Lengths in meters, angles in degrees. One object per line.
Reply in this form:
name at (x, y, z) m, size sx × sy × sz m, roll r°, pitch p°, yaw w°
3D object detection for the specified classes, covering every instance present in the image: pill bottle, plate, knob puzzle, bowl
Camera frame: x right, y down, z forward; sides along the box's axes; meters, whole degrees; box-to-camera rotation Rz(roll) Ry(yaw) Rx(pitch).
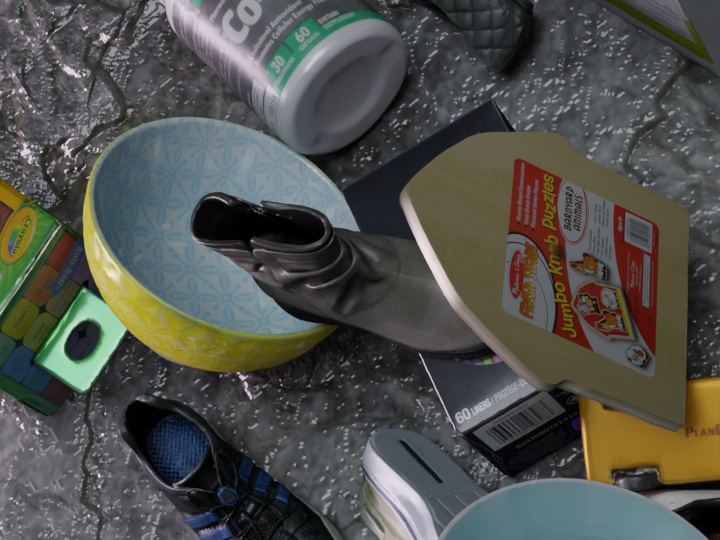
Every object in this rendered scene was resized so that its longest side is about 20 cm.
pill bottle at (-0.068, -0.183, 1.618) m, size 0.113 × 0.113 × 0.200 m, roll -46°, pitch 61°, yaw 1°
plate at (0.131, 0.205, 1.301) m, size 0.199 × 0.026 × 0.201 m, roll 6°, pitch 45°, yaw -6°
knob puzzle at (0.108, -0.004, 1.371) m, size 0.030 × 0.218 × 0.221 m, roll -48°, pitch 52°, yaw 44°
bowl at (-0.105, 0.003, 1.555) m, size 0.201 × 0.199 × 0.108 m, roll 57°, pitch 139°, yaw 28°

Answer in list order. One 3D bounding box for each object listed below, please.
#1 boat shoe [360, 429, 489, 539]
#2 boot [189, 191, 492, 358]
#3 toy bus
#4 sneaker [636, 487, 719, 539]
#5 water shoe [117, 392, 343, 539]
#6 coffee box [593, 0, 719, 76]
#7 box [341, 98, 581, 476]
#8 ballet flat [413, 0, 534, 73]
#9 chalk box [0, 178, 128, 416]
boat shoe at (0.060, 0.175, 1.438) m, size 0.200 × 0.072 × 0.062 m, roll -131°, pitch 43°, yaw -51°
boot at (0.000, 0.000, 1.392) m, size 0.199 × 0.131 × 0.068 m, roll 6°, pitch 75°, yaw 27°
toy bus at (0.239, 0.094, 1.397) m, size 0.199 × 0.078 × 0.066 m, roll -7°, pitch 88°, yaw 18°
sneaker at (0.179, 0.161, 1.407) m, size 0.199 × 0.080 × 0.074 m, roll -5°, pitch 71°, yaw 23°
water shoe at (-0.091, 0.158, 1.520) m, size 0.200 × 0.079 × 0.072 m, roll 36°, pitch 87°, yaw 29°
coffee box at (0.201, -0.288, 1.497) m, size 0.200 × 0.198 × 0.200 m, roll 36°, pitch 87°, yaw 29°
box at (0.090, 0.012, 1.483) m, size 0.122 × 0.106 × 0.201 m, roll -31°, pitch 62°, yaw 9°
ballet flat at (0.033, -0.201, 1.610) m, size 0.199 × 0.066 × 0.057 m, roll 27°, pitch 87°, yaw 29°
chalk box at (-0.251, 0.013, 1.611) m, size 0.199 × 0.124 × 0.125 m, roll 31°, pitch 85°, yaw 32°
